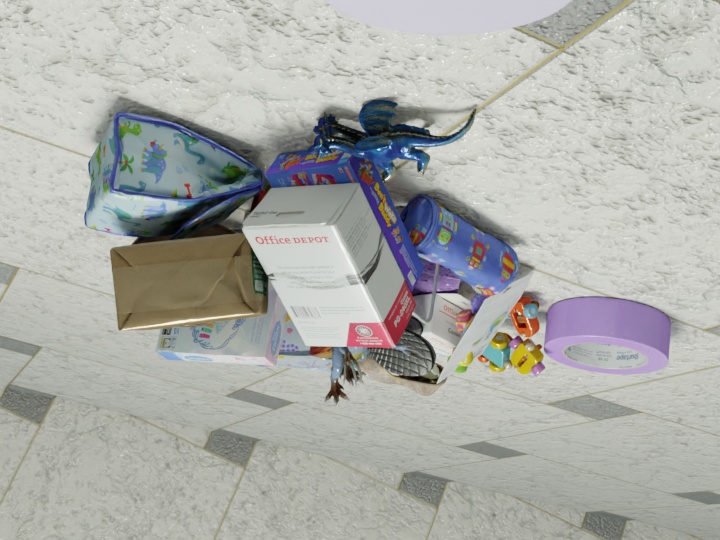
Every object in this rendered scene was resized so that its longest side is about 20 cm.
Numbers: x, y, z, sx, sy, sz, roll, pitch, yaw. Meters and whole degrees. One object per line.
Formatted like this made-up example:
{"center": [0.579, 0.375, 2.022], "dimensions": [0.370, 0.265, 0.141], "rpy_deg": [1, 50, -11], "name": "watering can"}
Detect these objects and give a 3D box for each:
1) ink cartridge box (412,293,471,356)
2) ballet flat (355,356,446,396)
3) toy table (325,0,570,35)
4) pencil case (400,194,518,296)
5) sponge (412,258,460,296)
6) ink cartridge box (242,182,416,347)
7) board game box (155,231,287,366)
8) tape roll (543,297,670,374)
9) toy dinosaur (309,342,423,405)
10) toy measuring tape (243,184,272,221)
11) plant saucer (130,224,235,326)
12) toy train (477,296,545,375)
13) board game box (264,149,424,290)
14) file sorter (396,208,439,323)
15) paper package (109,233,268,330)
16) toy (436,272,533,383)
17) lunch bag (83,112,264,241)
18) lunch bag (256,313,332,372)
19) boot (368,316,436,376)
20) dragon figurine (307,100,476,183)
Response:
{"center": [0.110, 0.091, 1.694], "dimensions": [0.116, 0.069, 0.198], "rpy_deg": [26, 156, -39], "name": "ink cartridge box"}
{"center": [0.071, 0.153, 1.718], "dimensions": [0.067, 0.069, 0.198], "rpy_deg": [-28, 147, 35], "name": "ballet flat"}
{"center": [0.069, -0.257, 0.767], "dimensions": [0.196, 0.119, 0.184], "rpy_deg": [5, 161, 15], "name": "toy table"}
{"center": [0.130, -0.031, 1.422], "dimensions": [0.198, 0.079, 0.086], "rpy_deg": [27, 175, -41], "name": "pencil case"}
{"center": [0.101, 0.024, 1.662], "dimensions": [0.109, 0.030, 0.200], "rpy_deg": [10, 162, 4], "name": "sponge"}
{"center": [-0.036, -0.005, 1.297], "dimensions": [0.143, 0.084, 0.202], "rpy_deg": [0, 131, 34], "name": "ink cartridge box"}
{"center": [-0.199, 0.039, 1.595], "dimensions": [0.196, 0.204, 0.043], "rpy_deg": [0, 158, 27], "name": "board game box"}
{"center": [0.396, 0.108, 1.690], "dimensions": [0.196, 0.067, 0.201], "rpy_deg": [9, 160, 3], "name": "tape roll"}
{"center": [-0.018, 0.099, 1.455], "dimensions": [0.199, 0.104, 0.184], "rpy_deg": [32, 132, 30], "name": "toy dinosaur"}
{"center": [-0.124, -0.087, 1.453], "dimensions": [0.072, 0.075, 0.200], "rpy_deg": [17, -178, -19], "name": "toy measuring tape"}
{"center": [-0.251, 0.010, 1.544], "dimensions": [0.196, 0.203, 0.037], "rpy_deg": [10, 140, 1], "name": "plant saucer"}
{"center": [0.248, 0.097, 1.728], "dimensions": [0.055, 0.152, 0.199], "rpy_deg": [-30, -171, -28], "name": "toy train"}
{"center": [-0.018, -0.062, 1.330], "dimensions": [0.132, 0.045, 0.202], "rpy_deg": [-3, 129, 35], "name": "board game box"}
{"center": [0.000, 0.000, 1.504], "dimensions": [0.197, 0.127, 0.139], "rpy_deg": [-1, 157, 31], "name": "file sorter"}
{"center": [-0.216, 0.017, 1.372], "dimensions": [0.187, 0.106, 0.200], "rpy_deg": [-7, 176, -1], "name": "paper package"}
{"center": [0.175, 0.077, 1.584], "dimensions": [0.047, 0.114, 0.202], "rpy_deg": [43, 137, 23], "name": "toy"}
{"center": [-0.241, -0.106, 1.349], "dimensions": [0.196, 0.130, 0.169], "rpy_deg": [6, 165, -26], "name": "lunch bag"}
{"center": [-0.123, 0.065, 1.679], "dimensions": [0.196, 0.173, 0.127], "rpy_deg": [3, 163, 10], "name": "lunch bag"}
{"center": [0.057, 0.097, 1.570], "dimensions": [0.198, 0.071, 0.131], "rpy_deg": [16, -162, 37], "name": "boot"}
{"center": [0.028, -0.149, 1.171], "dimensions": [0.198, 0.060, 0.099], "rpy_deg": [-8, 154, 44], "name": "dragon figurine"}
